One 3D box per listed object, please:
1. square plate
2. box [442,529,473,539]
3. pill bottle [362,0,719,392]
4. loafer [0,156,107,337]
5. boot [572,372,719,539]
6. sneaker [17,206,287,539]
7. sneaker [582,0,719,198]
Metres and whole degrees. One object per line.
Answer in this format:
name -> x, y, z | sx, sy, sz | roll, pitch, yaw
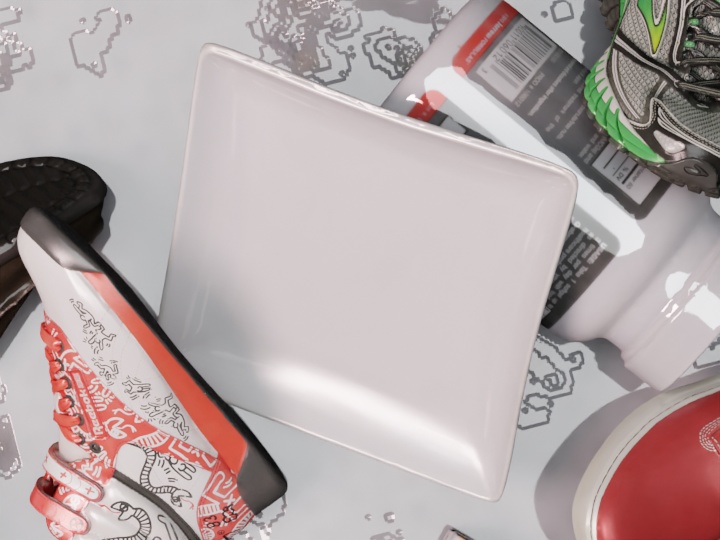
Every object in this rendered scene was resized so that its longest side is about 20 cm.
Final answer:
square plate -> 0.000, 0.000, 1.339 | 0.198, 0.028, 0.200 | 20, 124, 13
box -> 0.108, 0.228, 1.388 | 0.200, 0.035, 0.110 | 30, 87, 0
pill bottle -> 0.103, -0.037, 1.359 | 0.200, 0.116, 0.116 | 40, 87, 0
loafer -> -0.211, 0.016, 1.380 | 0.200, 0.073, 0.071 | -35, 132, -9
boot -> 0.211, 0.093, 1.308 | 0.200, 0.144, 0.072 | -30, 112, -28
sneaker -> -0.134, 0.072, 1.348 | 0.108, 0.067, 0.201 | -38, 113, 0
sneaker -> 0.160, -0.116, 1.323 | 0.078, 0.200, 0.085 | 25, 130, -20
